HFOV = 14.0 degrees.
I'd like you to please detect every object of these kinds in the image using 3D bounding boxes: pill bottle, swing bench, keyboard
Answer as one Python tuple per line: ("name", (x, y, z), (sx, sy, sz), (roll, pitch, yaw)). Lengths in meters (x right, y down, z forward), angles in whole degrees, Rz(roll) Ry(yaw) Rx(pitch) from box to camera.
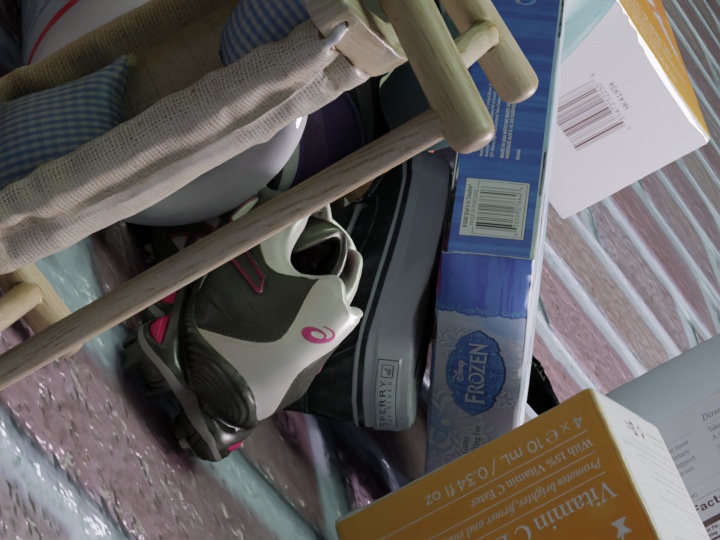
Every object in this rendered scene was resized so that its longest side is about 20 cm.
("pill bottle", (-0.082, -0.116, 1.168), (0.109, 0.108, 0.200), (52, 16, -35))
("swing bench", (-0.081, -0.090, 0.930), (0.201, 0.198, 0.130), (60, 14, -4))
("keyboard", (0.081, 0.031, 1.518), (0.104, 0.040, 0.200), (48, -2, 12))

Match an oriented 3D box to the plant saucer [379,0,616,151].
("plant saucer", (0.078, -0.116, 1.430), (0.039, 0.201, 0.201), (46, 12, 6))

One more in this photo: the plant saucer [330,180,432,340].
("plant saucer", (-0.016, -0.035, 1.422), (0.200, 0.029, 0.200), (57, 14, -23))

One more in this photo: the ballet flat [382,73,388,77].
("ballet flat", (-0.050, -0.174, 1.498), (0.201, 0.072, 0.072), (66, 14, 9))

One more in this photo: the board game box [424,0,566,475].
("board game box", (0.060, -0.008, 1.306), (0.200, 0.043, 0.201), (91, 7, -45))

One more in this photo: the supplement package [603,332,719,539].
("supplement package", (0.157, 0.109, 1.401), (0.111, 0.199, 0.156), (61, 13, -4))

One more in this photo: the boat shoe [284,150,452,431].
("boat shoe", (0.000, 0.000, 1.287), (0.200, 0.071, 0.072), (-74, 169, -63))

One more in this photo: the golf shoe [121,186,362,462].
("golf shoe", (-0.037, 0.000, 1.152), (0.077, 0.088, 0.200), (53, 15, -25))

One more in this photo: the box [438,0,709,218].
("box", (0.108, -0.150, 1.634), (0.124, 0.097, 0.201), (50, 18, -39))

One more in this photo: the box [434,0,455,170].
("box", (0.030, -0.151, 1.712), (0.201, 0.079, 0.141), (63, 12, 2))

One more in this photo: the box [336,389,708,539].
("box", (0.093, 0.170, 1.181), (0.097, 0.124, 0.201), (30, 33, -64))

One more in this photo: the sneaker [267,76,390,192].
("sneaker", (-0.025, -0.134, 1.299), (0.087, 0.076, 0.201), (-12, 112, -39))

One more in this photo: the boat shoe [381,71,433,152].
("boat shoe", (-0.017, -0.143, 1.566), (0.201, 0.071, 0.063), (61, -29, 7))
